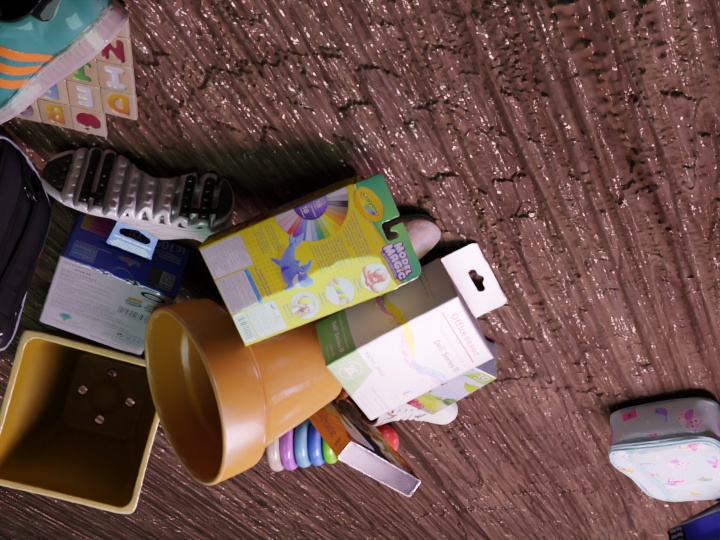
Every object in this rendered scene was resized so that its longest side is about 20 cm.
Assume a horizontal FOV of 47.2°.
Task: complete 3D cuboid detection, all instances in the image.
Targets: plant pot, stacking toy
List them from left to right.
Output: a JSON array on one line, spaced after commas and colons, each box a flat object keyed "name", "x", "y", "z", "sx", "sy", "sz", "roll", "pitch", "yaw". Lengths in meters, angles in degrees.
[{"name": "plant pot", "x": -0.365, "y": 0.187, "z": 1.127, "sx": 0.192, "sy": 0.198, "sz": 0.200, "roll": 16, "pitch": 180, "yaw": -8}, {"name": "plant pot", "x": -0.125, "y": 0.118, "z": 0.955, "sx": 0.182, "sy": 0.202, "sz": 0.200, "roll": -16, "pitch": 159, "yaw": -34}, {"name": "stacking toy", "x": -0.040, "y": 0.265, "z": 1.260, "sx": 0.197, "sy": 0.086, "sz": 0.086, "roll": -1, "pitch": 143, "yaw": 8}]

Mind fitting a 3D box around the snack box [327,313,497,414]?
[{"name": "snack box", "x": 0.051, "y": 0.102, "z": 1.029, "sx": 0.199, "sy": 0.053, "sz": 0.142, "roll": 25, "pitch": 141, "yaw": -19}]

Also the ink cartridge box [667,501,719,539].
[{"name": "ink cartridge box", "x": 0.529, "y": 0.342, "z": 1.156, "sx": 0.198, "sy": 0.041, "sz": 0.200, "roll": -15, "pitch": 157, "yaw": -31}]

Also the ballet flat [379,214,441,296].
[{"name": "ballet flat", "x": 0.000, "y": 0.000, "z": 0.889, "sx": 0.199, "sy": 0.068, "sz": 0.068, "roll": -19, "pitch": 137, "yaw": 35}]

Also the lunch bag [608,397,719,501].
[{"name": "lunch bag", "x": 0.430, "y": 0.249, "z": 1.109, "sx": 0.159, "sy": 0.078, "sz": 0.200, "roll": -18, "pitch": 135, "yaw": 34}]

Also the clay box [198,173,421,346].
[{"name": "clay box", "x": -0.047, "y": -0.014, "z": 0.824, "sx": 0.198, "sy": 0.048, "sz": 0.116, "roll": -21, "pitch": 105, "yaw": 10}]

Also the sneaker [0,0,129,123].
[{"name": "sneaker", "x": -0.285, "y": -0.194, "z": 0.693, "sx": 0.199, "sy": 0.072, "sz": 0.080, "roll": -23, "pitch": 129, "yaw": 31}]

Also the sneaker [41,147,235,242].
[{"name": "sneaker", "x": -0.231, "y": -0.069, "z": 0.858, "sx": 0.198, "sy": 0.076, "sz": 0.081, "roll": 14, "pitch": 153, "yaw": -4}]

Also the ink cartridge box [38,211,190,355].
[{"name": "ink cartridge box", "x": -0.288, "y": 0.012, "z": 0.973, "sx": 0.135, "sy": 0.077, "sz": 0.200, "roll": 22, "pitch": 145, "yaw": -17}]

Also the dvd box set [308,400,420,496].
[{"name": "dvd box set", "x": -0.018, "y": 0.206, "z": 1.088, "sx": 0.146, "sy": 0.200, "sz": 0.029, "roll": 38, "pitch": 92, "yaw": -36}]

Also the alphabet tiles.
[{"name": "alphabet tiles", "x": -0.286, "y": -0.201, "z": 0.740, "sx": 0.164, "sy": 0.006, "sz": 0.201, "roll": 12, "pitch": 145, "yaw": -2}]

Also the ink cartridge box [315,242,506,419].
[{"name": "ink cartridge box", "x": 0.066, "y": 0.068, "z": 0.899, "sx": 0.199, "sy": 0.068, "sz": 0.117, "roll": -29, "pitch": 131, "yaw": 9}]

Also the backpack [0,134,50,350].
[{"name": "backpack", "x": -0.407, "y": -0.037, "z": 0.834, "sx": 0.149, "sy": 0.202, "sz": 0.178, "roll": 6, "pitch": 148, "yaw": 13}]

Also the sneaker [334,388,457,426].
[{"name": "sneaker", "x": 0.044, "y": 0.186, "z": 1.120, "sx": 0.199, "sy": 0.085, "sz": 0.073, "roll": 25, "pitch": 140, "yaw": -21}]
